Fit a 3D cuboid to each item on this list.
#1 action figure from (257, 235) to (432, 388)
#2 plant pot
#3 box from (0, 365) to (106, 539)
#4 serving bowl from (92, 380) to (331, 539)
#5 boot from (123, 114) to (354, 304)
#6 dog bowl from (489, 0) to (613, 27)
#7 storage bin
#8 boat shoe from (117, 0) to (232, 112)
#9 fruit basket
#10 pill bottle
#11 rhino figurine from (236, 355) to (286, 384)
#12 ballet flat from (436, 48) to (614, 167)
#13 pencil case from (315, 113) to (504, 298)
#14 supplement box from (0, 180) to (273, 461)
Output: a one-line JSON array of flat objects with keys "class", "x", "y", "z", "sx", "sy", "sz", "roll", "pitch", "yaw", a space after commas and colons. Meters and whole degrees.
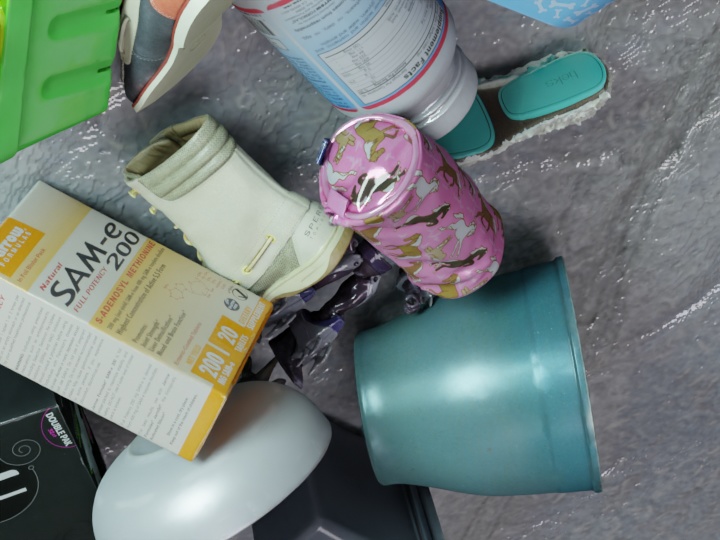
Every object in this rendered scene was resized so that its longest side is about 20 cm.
[{"class": "action figure", "x": 0.000, "y": 0.000, "z": 1.269, "sx": 0.200, "sy": 0.069, "sz": 0.130, "roll": -39, "pitch": 123, "yaw": 8}, {"class": "plant pot", "x": 0.096, "y": 0.101, "z": 1.324, "sx": 0.188, "sy": 0.200, "sz": 0.200, "roll": -9, "pitch": 134, "yaw": 6}, {"class": "box", "x": -0.289, "y": 0.154, "z": 1.247, "sx": 0.148, "sy": 0.124, "sz": 0.200, "roll": -19, "pitch": 133, "yaw": -5}, {"class": "serving bowl", "x": -0.123, "y": 0.142, "z": 1.186, "sx": 0.200, "sy": 0.200, "sz": 0.066, "roll": -29, "pitch": 104, "yaw": 4}, {"class": "boot", "x": -0.119, "y": -0.031, "z": 1.183, "sx": 0.155, "sy": 0.072, "sz": 0.200, "roll": 38, "pitch": 140, "yaw": -21}, {"class": "dog bowl", "x": 0.099, "y": -0.231, "z": 1.081, "sx": 0.200, "sy": 0.112, "sz": 0.050, "roll": 15, "pitch": 136, "yaw": -33}, {"class": "storage bin", "x": -0.030, "y": 0.224, "z": 1.379, "sx": 0.134, "sy": 0.200, "sz": 0.146, "roll": 33, "pitch": 113, "yaw": -28}, {"class": "boat shoe", "x": -0.132, "y": -0.166, "z": 1.033, "sx": 0.071, "sy": 0.063, "sz": 0.200, "roll": -48, "pitch": -178, "yaw": -23}, {"class": "fruit basket", "x": -0.249, "y": -0.166, "z": 0.954, "sx": 0.215, "sy": 0.156, "sz": 0.216, "roll": -24, "pitch": 140, "yaw": -22}, {"class": "pill bottle", "x": -0.003, "y": -0.174, "z": 1.083, "sx": 0.109, "sy": 0.109, "sz": 0.200, "roll": -37, "pitch": 134, "yaw": 11}, {"class": "rhino figurine", "x": -0.122, "y": 0.144, "z": 1.341, "sx": 0.060, "sy": 0.087, "sz": 0.200, "roll": 35, "pitch": 115, "yaw": 2}, {"class": "ballet flat", "x": 0.102, "y": -0.115, "z": 1.215, "sx": 0.200, "sy": 0.072, "sz": 0.072, "roll": -16, "pitch": 134, "yaw": -7}, {"class": "pencil case", "x": 0.041, "y": -0.043, "z": 1.144, "sx": 0.086, "sy": 0.083, "sz": 0.200, "roll": -6, "pitch": 160, "yaw": 24}, {"class": "supplement box", "x": -0.178, "y": 0.034, "z": 1.125, "sx": 0.200, "sy": 0.126, "sz": 0.074, "roll": 27, "pitch": 123, "yaw": -3}]
